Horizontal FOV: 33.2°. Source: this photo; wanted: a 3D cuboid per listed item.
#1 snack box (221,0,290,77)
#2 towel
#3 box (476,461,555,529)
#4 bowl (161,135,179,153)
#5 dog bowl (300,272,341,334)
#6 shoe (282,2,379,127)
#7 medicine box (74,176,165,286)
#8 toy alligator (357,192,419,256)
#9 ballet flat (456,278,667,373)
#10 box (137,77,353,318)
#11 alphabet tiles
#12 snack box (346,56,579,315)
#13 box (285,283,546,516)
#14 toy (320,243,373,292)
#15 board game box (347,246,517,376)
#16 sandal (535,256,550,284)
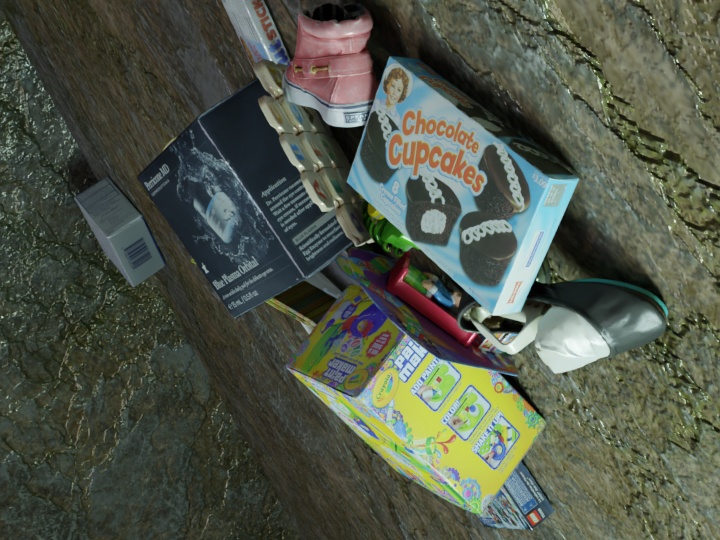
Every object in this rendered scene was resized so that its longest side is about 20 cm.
[{"bbox_3d":[-0.097,-0.224,1.295,0.072,0.024,0.202,32,152,55],"label":"snack box"},{"bbox_3d":[-0.104,0.019,1.452,0.198,0.086,0.018,29,113,18],"label":"towel"},{"bbox_3d":[0.152,0.245,1.461,0.138,0.040,0.200,56,165,4],"label":"box"},{"bbox_3d":[-0.148,-0.107,1.516,0.198,0.094,0.203,24,139,22],"label":"bowl"},{"bbox_3d":[-0.046,0.043,1.631,0.201,0.058,0.201,51,163,21],"label":"dog bowl"},{"bbox_3d":[-0.028,-0.193,1.074,0.200,0.070,0.093,-132,34,-66],"label":"shoe"},{"bbox_3d":[-0.591,-0.096,2.969,0.200,0.102,0.184,44,161,39],"label":"medicine box"},{"bbox_3d":[0.034,-0.040,1.120,0.059,0.055,0.201,25,-162,-24],"label":"toy alligator"},{"bbox_3d":[0.147,0.042,0.931,0.068,0.069,0.199,49,159,-28],"label":"ballet flat"},{"bbox_3d":[-0.118,-0.077,1.320,0.201,0.117,0.196,56,148,-5],"label":"box"},{"bbox_3d":[-0.039,-0.116,1.189,0.202,0.014,0.195,61,-166,3],"label":"alphabet tiles"},{"bbox_3d":[0.073,-0.071,0.943,0.200,0.037,0.118,44,124,39],"label":"snack box"},{"bbox_3d":[0.054,0.130,1.273,0.193,0.122,0.199,44,167,-22],"label":"box"},{"bbox_3d":[0.000,0.000,1.417,0.200,0.047,0.115,48,160,12],"label":"toy"},{"bbox_3d":[0.078,0.024,1.130,0.199,0.039,0.158,17,-152,-50],"label":"board game box"},{"bbox_3d":[0.081,-0.052,1.027,0.202,0.057,0.080,50,164,22],"label":"sandal"}]
